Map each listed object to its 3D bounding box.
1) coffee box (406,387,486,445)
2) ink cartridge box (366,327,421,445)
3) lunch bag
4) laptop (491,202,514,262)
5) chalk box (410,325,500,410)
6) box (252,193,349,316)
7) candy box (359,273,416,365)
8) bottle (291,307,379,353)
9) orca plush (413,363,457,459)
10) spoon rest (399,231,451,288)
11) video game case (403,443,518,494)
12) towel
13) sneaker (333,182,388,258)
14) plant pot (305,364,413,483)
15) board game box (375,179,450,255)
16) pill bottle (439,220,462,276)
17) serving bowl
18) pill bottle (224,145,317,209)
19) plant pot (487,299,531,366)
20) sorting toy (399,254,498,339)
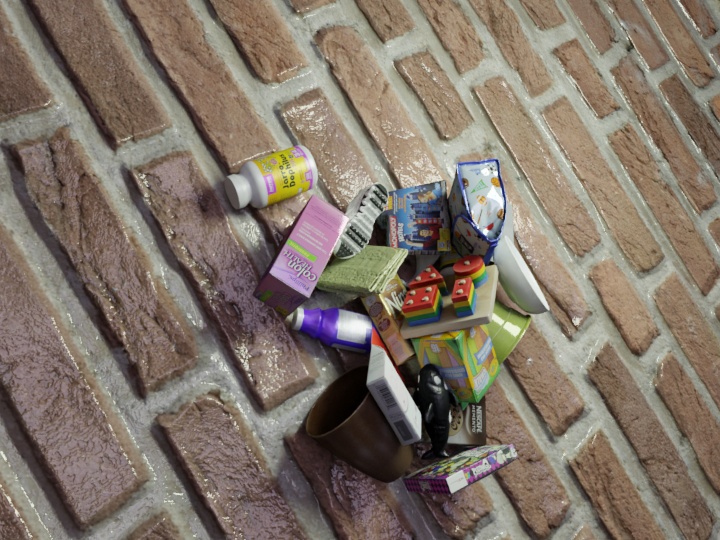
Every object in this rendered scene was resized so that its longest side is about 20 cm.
[{"bbox_3d":[0.184,0.336,1.290,0.195,0.080,0.116,9,70,-20],"label":"coffee box"},{"bbox_3d":[0.072,0.223,1.153,0.165,0.056,0.201,60,22,-21],"label":"ink cartridge box"},{"bbox_3d":[0.265,-0.121,1.294,0.120,0.171,0.205,-7,69,-2],"label":"lunch bag"},{"bbox_3d":[0.370,-0.127,1.471,0.196,0.115,0.192,15,69,-31],"label":"laptop"},{"bbox_3d":[0.215,0.203,1.224,0.124,0.122,0.204,-38,113,-43],"label":"chalk box"},{"bbox_3d":[-0.130,-0.029,1.211,0.095,0.176,0.203,30,65,-11],"label":"box"},{"bbox_3d":[0.082,0.104,1.286,0.114,0.055,0.203,-7,64,-53],"label":"candy box"},{"bbox_3d":[-0.054,0.127,1.257,0.195,0.065,0.085,14,58,-19],"label":"bottle"},{"bbox_3d":[0.139,0.302,1.172,0.070,0.103,0.205,-15,114,-53],"label":"orca plush"},{"bbox_3d":[0.154,-0.037,1.395,0.202,0.098,0.061,-55,131,-15],"label":"spoon rest"},{"bbox_3d":[0.209,0.423,1.208,0.178,0.200,0.037,-17,79,-26],"label":"video game case"},{"bbox_3d":[0.000,0.000,1.252,0.149,0.197,0.037,-49,127,-34],"label":"towel"},{"bbox_3d":[-0.010,-0.112,1.301,0.075,0.080,0.202,47,65,-35],"label":"sneaker"},{"bbox_3d":[0.018,0.336,1.177,0.201,0.186,0.188,50,62,-15],"label":"plant pot"},{"bbox_3d":[0.112,-0.119,1.356,0.194,0.062,0.204,0,60,3],"label":"board game box"},{"bbox_3d":[0.259,-0.069,1.426,0.110,0.112,0.205,13,70,-19],"label":"pill bottle"},{"bbox_3d":[0.369,0.021,1.343,0.201,0.065,0.202,51,19,-25],"label":"serving bowl"},{"bbox_3d":[-0.201,-0.205,1.274,0.197,0.104,0.106,-26,85,-27],"label":"pill bottle"},{"bbox_3d":[0.270,0.123,1.346,0.189,0.201,0.200,40,63,6],"label":"plant pot"},{"bbox_3d":[0.187,0.045,1.226,0.071,0.196,0.200,64,28,-23],"label":"sorting toy"}]
